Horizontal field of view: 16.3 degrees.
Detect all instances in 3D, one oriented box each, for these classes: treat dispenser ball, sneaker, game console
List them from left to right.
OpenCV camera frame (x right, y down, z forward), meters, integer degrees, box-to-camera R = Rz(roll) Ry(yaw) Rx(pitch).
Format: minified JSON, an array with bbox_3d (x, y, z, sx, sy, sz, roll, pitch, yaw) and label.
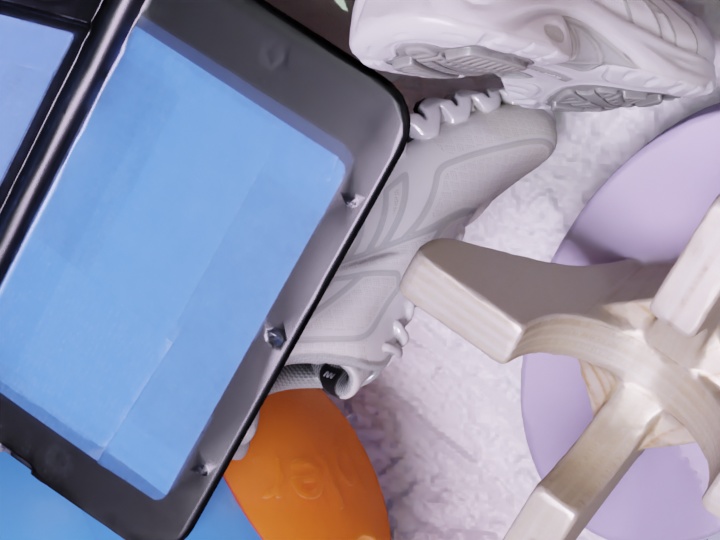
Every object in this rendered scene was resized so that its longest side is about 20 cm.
[{"bbox_3d":[-0.114,-0.017,0.855,0.116,0.175,0.200,46,115,41],"label":"game console"},{"bbox_3d":[-0.086,0.120,1.015,0.200,0.201,0.202,7,116,14],"label":"treat dispenser ball"},{"bbox_3d":[0.000,0.000,0.956,0.081,0.200,0.075,53,162,16],"label":"sneaker"},{"bbox_3d":[0.071,-0.111,0.884,0.078,0.200,0.100,-3,84,31],"label":"sneaker"}]

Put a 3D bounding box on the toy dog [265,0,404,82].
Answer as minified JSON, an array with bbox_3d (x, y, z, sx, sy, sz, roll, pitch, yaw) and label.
[{"bbox_3d":[-0.021,-0.145,0.950,0.131,0.096,0.201,-10,98,27],"label":"toy dog"}]

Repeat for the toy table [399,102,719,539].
[{"bbox_3d":[0.113,0.037,0.930,0.183,0.117,0.201,25,117,19],"label":"toy table"}]

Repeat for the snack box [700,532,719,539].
[{"bbox_3d":[0.166,0.162,0.993,0.053,0.142,0.200,20,123,-29],"label":"snack box"}]
